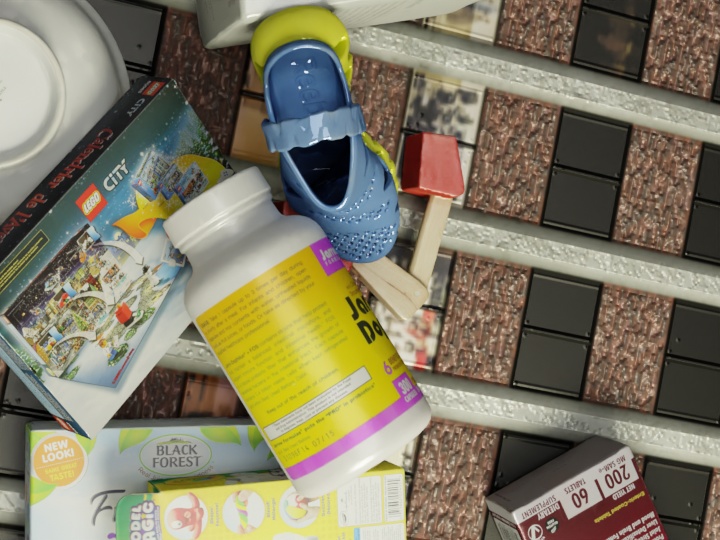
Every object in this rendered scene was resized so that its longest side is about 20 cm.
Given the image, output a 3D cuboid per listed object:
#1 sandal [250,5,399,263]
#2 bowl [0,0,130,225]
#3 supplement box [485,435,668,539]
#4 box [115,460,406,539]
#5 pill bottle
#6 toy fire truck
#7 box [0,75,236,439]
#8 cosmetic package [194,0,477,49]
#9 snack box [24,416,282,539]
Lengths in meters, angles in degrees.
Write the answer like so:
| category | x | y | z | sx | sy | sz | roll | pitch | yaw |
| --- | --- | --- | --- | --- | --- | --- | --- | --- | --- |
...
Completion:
| category | x | y | z | sx | sy | sz | roll | pitch | yaw |
| --- | --- | --- | --- | --- | --- | --- | --- | --- | --- |
| sandal | -0.022 | -0.067 | 0.910 | 0.079 | 0.088 | 0.201 | -15 | 138 | 9 |
| bowl | -0.244 | -0.113 | 0.934 | 0.199 | 0.090 | 0.203 | 0 | 91 | -16 |
| supplement box | 0.186 | 0.241 | 1.077 | 0.108 | 0.061 | 0.201 | -27 | 99 | -14 |
| box | -0.068 | 0.196 | 0.959 | 0.198 | 0.048 | 0.119 | -2 | 92 | -21 |
| pill bottle | -0.045 | 0.037 | 0.916 | 0.104 | 0.104 | 0.201 | -32 | 90 | -13 |
| toy fire truck | 0.000 | 0.000 | 1.025 | 0.140 | 0.049 | 0.202 | 2 | 90 | -15 |
| box | -0.160 | -0.010 | 0.934 | 0.200 | 0.037 | 0.137 | -51 | 128 | -25 |
| cosmetic package | -0.013 | -0.252 | 0.956 | 0.198 | 0.165 | 0.167 | -10 | 94 | -15 |
| snack box | -0.132 | 0.176 | 0.990 | 0.198 | 0.053 | 0.144 | 0 | 90 | -17 |
